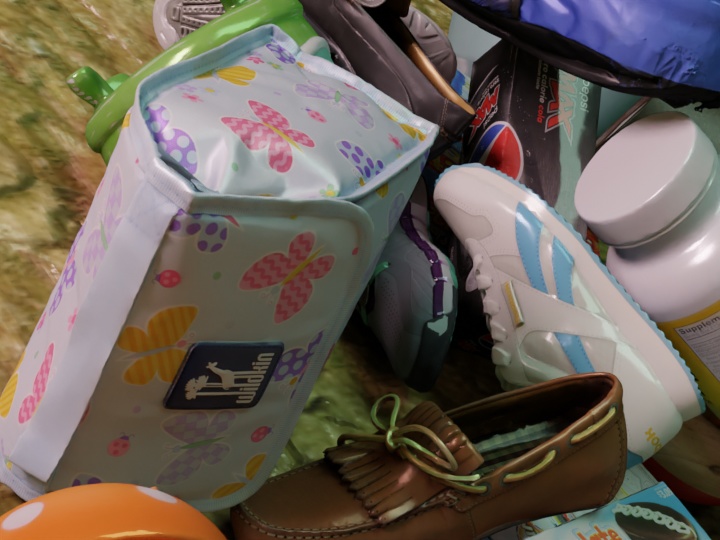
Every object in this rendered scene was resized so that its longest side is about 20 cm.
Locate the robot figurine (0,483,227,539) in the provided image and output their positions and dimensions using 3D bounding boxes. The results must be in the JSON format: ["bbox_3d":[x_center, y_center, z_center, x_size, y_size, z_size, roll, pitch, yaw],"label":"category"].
[{"bbox_3d":[-0.078,0.154,0.527,0.117,0.143,0.201,44,16,-49],"label":"robot figurine"}]

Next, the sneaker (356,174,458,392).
[{"bbox_3d":[0.000,0.000,0.951,0.086,0.075,0.201,12,27,-13],"label":"sneaker"}]

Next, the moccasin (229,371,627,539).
[{"bbox_3d":[0.036,0.090,0.757,0.199,0.079,0.074,-9,30,-17],"label":"moccasin"}]

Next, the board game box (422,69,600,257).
[{"bbox_3d":[0.074,-0.065,1.145,0.199,0.056,0.197,34,26,-14],"label":"board game box"}]

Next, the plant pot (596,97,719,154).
[{"bbox_3d":[0.252,-0.033,1.160,0.200,0.187,0.187,48,26,-2],"label":"plant pot"}]

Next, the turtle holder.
[{"bbox_3d":[-0.073,-0.074,0.900,0.132,0.140,0.185,55,-15,-2],"label":"turtle holder"}]

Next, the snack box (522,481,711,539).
[{"bbox_3d":[0.122,0.172,0.765,0.199,0.037,0.117,-9,54,-52],"label":"snack box"}]

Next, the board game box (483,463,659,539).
[{"bbox_3d":[0.125,0.161,0.877,0.153,0.040,0.199,49,27,16],"label":"board game box"}]

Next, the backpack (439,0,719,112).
[{"bbox_3d":[0.148,-0.187,0.919,0.161,0.170,0.199,-7,33,-47],"label":"backpack"}]

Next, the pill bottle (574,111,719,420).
[{"bbox_3d":[0.210,0.007,0.938,0.200,0.112,0.113,46,21,-26],"label":"pill bottle"}]

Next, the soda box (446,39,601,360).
[{"bbox_3d":[0.100,-0.046,1.024,0.070,0.063,0.202,18,65,-21],"label":"soda box"}]

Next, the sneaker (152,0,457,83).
[{"bbox_3d":[-0.029,-0.159,1.074,0.197,0.079,0.099,16,14,8],"label":"sneaker"}]

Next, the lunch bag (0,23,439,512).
[{"bbox_3d":[-0.064,0.007,0.708,0.126,0.171,0.200,32,24,10],"label":"lunch bag"}]

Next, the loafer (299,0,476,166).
[{"bbox_3d":[0.002,-0.154,0.973,0.202,0.072,0.073,62,26,1],"label":"loafer"}]

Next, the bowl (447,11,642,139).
[{"bbox_3d":[0.143,-0.156,1.278,0.199,0.106,0.201,31,-7,4],"label":"bowl"}]

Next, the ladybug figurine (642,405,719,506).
[{"bbox_3d":[0.193,0.086,1.036,0.199,0.072,0.137,30,36,-35],"label":"ladybug figurine"}]

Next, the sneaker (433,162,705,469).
[{"bbox_3d":[0.098,0.023,0.910,0.200,0.081,0.077,50,-4,23],"label":"sneaker"}]
